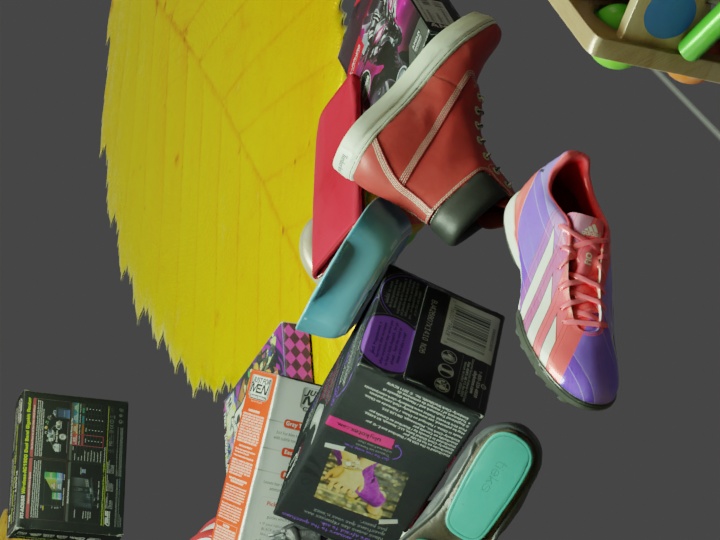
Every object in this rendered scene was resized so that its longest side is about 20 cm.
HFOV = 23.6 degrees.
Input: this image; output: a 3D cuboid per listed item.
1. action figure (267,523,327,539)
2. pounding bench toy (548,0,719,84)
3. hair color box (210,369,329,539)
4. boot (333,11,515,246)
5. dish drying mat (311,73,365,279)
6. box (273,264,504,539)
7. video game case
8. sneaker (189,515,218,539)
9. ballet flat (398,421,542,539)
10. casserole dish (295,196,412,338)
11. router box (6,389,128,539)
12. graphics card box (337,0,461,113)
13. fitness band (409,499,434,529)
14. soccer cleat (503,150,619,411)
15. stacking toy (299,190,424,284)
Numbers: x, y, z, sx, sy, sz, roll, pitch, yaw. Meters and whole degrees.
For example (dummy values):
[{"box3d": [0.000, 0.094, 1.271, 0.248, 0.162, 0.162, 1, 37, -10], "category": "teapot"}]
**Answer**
[{"box3d": [-0.033, 0.305, 1.461, 0.102, 0.119, 0.200, -31, 28, 3], "category": "action figure"}, {"box3d": [0.204, -0.182, 1.034, 0.200, 0.124, 0.156, -112, 37, -53], "category": "pounding bench toy"}, {"box3d": [-0.068, 0.200, 1.577, 0.061, 0.101, 0.201, 7, 82, 62], "category": "hair color box"}, {"box3d": [0.090, -0.110, 1.381, 0.200, 0.144, 0.072, -51, -11, -30], "category": "boot"}, {"box3d": [-0.019, -0.086, 1.533, 0.077, 0.018, 0.201, -48, 30, 37], "category": "dish drying mat"}, {"box3d": [0.022, 0.116, 1.363, 0.122, 0.106, 0.200, -71, 8, -47], "category": "box"}, {"box3d": [-0.094, 0.183, 1.770, 0.181, 0.036, 0.201, 128, 145, -49], "category": "video game case"}, {"box3d": [-0.129, 0.295, 1.674, 0.112, 0.071, 0.201, -45, -25, -42], "category": "sneaker"}, {"box3d": [0.068, 0.196, 1.260, 0.200, 0.073, 0.073, -56, 25, 5], "category": "ballet flat"}, {"box3d": [0.000, 0.000, 1.393, 0.121, 0.039, 0.200, -59, -2, 8], "category": "casserole dish"}, {"box3d": [-0.401, 0.273, 2.360, 0.062, 0.149, 0.201, 136, 139, -58], "category": "router box"}, {"box3d": [0.038, -0.202, 1.569, 0.200, 0.051, 0.126, -114, 38, -53], "category": "graphics card box"}, {"box3d": [0.061, 0.269, 1.348, 0.200, 0.037, 0.144, -110, 33, -53], "category": "fitness band"}, {"box3d": [0.147, 0.004, 1.192, 0.073, 0.068, 0.201, -55, 31, 41], "category": "soccer cleat"}, {"box3d": [0.023, -0.053, 1.517, 0.200, 0.085, 0.086, -42, 43, 52], "category": "stacking toy"}]
